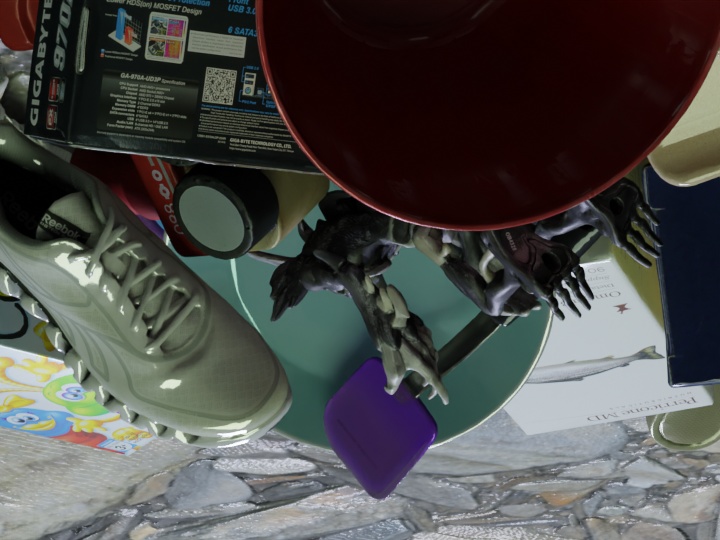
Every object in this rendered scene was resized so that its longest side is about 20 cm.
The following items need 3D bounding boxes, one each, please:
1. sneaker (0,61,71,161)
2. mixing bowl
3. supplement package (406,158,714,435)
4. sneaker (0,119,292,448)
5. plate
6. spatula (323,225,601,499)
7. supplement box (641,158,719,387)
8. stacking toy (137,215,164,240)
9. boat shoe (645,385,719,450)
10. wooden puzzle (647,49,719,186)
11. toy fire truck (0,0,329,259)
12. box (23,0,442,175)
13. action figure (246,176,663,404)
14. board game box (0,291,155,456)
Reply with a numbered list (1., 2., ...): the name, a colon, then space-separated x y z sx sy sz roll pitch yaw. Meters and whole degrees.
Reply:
1. sneaker: -0.196 -0.065 1.383 0.200 0.074 0.116 18 151 -31
2. mixing bowl: 0.038 -0.126 1.085 0.200 0.108 0.200 -7 113 -18
3. supplement package: 0.109 -0.006 1.456 0.117 0.117 0.200 -12 152 19
4. sneaker: -0.115 0.006 1.233 0.200 0.075 0.081 38 156 7
5. plate: 0.000 0.000 1.349 0.200 0.026 0.200 4 115 9
6. spatula: 0.053 0.033 1.327 0.200 0.057 0.021 -46 165 20
7. supplement box: 0.207 -0.020 1.337 0.109 0.109 0.200 -6 -171 13
8. stacking toy: -0.069 -0.068 1.379 0.085 0.085 0.200 6 149 -12
9. boat shoe: 0.222 0.014 1.554 0.075 0.068 0.200 19 127 -27
10. wooden puzzle: 0.179 -0.148 1.170 0.185 0.037 0.200 -20 121 15
11. toy fire truck: -0.116 -0.100 1.266 0.200 0.129 0.176 -5 120 39
12. box: -0.037 -0.122 1.145 0.200 0.159 0.046 4 -175 -32
13. action figure: 0.037 0.001 1.243 0.200 0.119 0.102 -4 123 49
14. board game box: -0.193 0.024 1.525 0.200 0.103 0.105 16 149 -30
